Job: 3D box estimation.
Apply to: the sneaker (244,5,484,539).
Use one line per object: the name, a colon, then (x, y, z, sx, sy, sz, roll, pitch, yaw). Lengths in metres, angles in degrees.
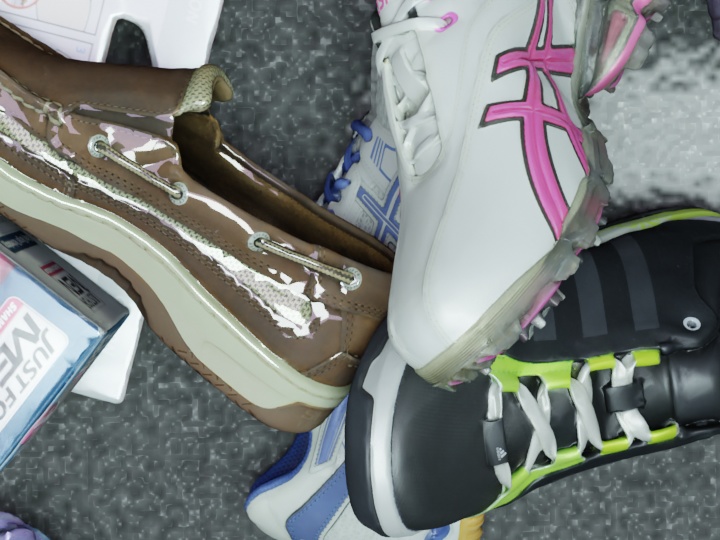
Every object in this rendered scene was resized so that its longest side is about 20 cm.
sneaker: (0.000, 0.000, 0.950, 0.088, 0.075, 0.200, 2, 92, -1)

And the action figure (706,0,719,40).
action figure: (0.098, -0.178, 0.921, 0.069, 0.130, 0.200, -29, 110, 12)

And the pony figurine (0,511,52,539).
pony figurine: (-0.183, 0.157, 0.931, 0.200, 0.167, 0.193, -19, 101, -15)

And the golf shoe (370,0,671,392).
golf shoe: (0.032, -0.050, 0.863, 0.092, 0.200, 0.073, 33, 136, -16)

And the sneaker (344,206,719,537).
sneaker: (0.080, 0.027, 0.902, 0.200, 0.083, 0.072, -30, 120, -39)

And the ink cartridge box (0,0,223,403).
ink cartridge box: (-0.140, -0.071, 0.959, 0.174, 0.044, 0.200, 14, 93, -2)

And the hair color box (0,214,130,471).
hair color box: (-0.172, -0.022, 0.891, 0.200, 0.100, 0.061, 37, 93, -2)

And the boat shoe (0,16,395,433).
boat shoe: (-0.069, -0.040, 0.899, 0.202, 0.075, 0.075, 39, 109, -6)
